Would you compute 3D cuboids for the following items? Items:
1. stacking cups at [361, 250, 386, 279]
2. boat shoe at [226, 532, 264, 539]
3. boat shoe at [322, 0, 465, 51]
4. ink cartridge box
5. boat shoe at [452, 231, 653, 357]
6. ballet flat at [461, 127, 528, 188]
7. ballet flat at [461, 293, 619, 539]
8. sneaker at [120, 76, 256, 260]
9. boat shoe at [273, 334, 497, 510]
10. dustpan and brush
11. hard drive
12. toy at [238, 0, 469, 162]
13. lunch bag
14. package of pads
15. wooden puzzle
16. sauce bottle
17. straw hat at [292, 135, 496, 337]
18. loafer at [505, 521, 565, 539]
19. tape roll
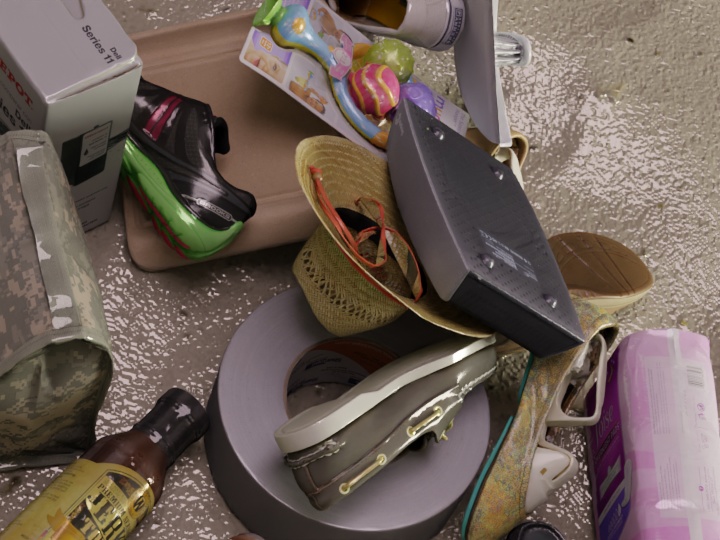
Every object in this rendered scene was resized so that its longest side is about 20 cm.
[{"bbox_3d":[0.008,-0.059,1.585,0.060,0.061,0.201,-6,58,-19],"label":"stacking cups"},{"bbox_3d":[-0.071,0.267,1.352,0.071,0.076,0.201,-6,58,-17],"label":"boat shoe"},{"bbox_3d":[-0.003,-0.225,1.640,0.069,0.072,0.200,5,22,-40],"label":"boat shoe"},{"bbox_3d":[-0.238,-0.128,1.479,0.083,0.201,0.147,-27,68,-28],"label":"ink cartridge box"},{"bbox_3d":[0.143,0.022,1.576,0.199,0.065,0.071,-11,53,-40],"label":"boat shoe"},{"bbox_3d":[0.091,-0.036,1.587,0.062,0.069,0.201,-5,51,24],"label":"ballet flat"},{"bbox_3d":[0.133,0.112,1.464,0.070,0.071,0.201,23,73,0],"label":"ballet flat"},{"bbox_3d":[-0.144,-0.099,1.530,0.083,0.077,0.201,-29,74,-14],"label":"sneaker"},{"bbox_3d":[0.026,0.099,1.412,0.201,0.072,0.061,-27,97,-40],"label":"boat shoe"},{"bbox_3d":[0.104,-0.178,1.639,0.057,0.200,0.141,-6,101,-13],"label":"dustpan and brush"},{"bbox_3d":[0.083,-0.028,1.471,0.134,0.042,0.201,31,26,-34],"label":"hard drive"},{"bbox_3d":[0.008,-0.147,1.559,0.199,0.047,0.116,33,44,-16],"label":"toy"},{"bbox_3d":[-0.232,0.022,1.385,0.116,0.200,0.165,-6,60,-19],"label":"lunch bag"},{"bbox_3d":[0.213,0.154,1.474,0.075,0.121,0.202,6,57,-12],"label":"package of pads"},{"bbox_3d":[-0.096,-0.104,1.581,0.183,0.037,0.202,-12,64,2],"label":"wooden puzzle"},{"bbox_3d":[-0.179,0.156,1.396,0.065,0.065,0.200,37,57,10],"label":"sauce bottle"},{"bbox_3d":[0.000,0.000,1.446,0.201,0.085,0.202,38,22,-18],"label":"straw hat"},{"bbox_3d":[0.144,0.261,1.416,0.067,0.071,0.202,-3,59,-15],"label":"loafer"},{"bbox_3d":[-0.011,0.109,1.474,0.198,0.066,0.202,8,57,-12],"label":"tape roll"}]
